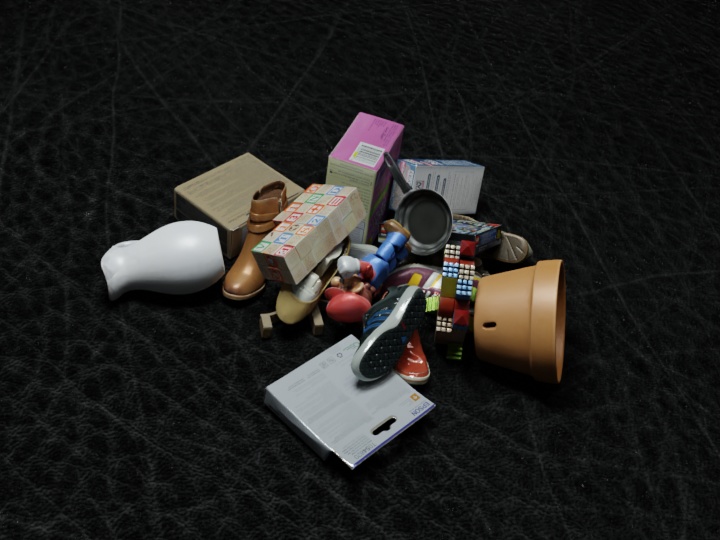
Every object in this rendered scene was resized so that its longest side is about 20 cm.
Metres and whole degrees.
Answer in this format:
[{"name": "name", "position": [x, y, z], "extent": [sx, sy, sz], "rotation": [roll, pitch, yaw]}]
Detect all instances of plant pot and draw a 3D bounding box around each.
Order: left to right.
[{"name": "plant pot", "position": [0.267, 0.082, 1.584], "extent": [0.137, 0.203, 0.202], "rotation": [2, 37, 16]}]

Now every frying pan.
[{"name": "frying pan", "position": [0.087, -0.109, 1.682], "extent": [0.189, 0.116, 0.031], "rotation": [41, 20, 21]}]

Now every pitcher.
[{"name": "pitcher", "position": [-0.340, -0.026, 1.643], "extent": [0.195, 0.124, 0.172], "rotation": [-11, 27, -7]}]

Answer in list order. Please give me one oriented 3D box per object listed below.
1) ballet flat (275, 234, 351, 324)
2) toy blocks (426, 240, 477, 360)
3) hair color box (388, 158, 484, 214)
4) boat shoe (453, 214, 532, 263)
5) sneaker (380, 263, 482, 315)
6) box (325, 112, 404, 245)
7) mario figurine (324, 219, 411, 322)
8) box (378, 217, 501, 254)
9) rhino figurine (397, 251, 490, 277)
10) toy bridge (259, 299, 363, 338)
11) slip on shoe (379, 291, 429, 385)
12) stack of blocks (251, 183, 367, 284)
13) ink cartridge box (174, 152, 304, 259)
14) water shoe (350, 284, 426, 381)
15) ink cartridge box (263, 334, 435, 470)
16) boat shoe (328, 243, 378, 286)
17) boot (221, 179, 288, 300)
[{"name": "ballet flat", "position": [-0.079, 0.005, 1.613], "extent": [0.068, 0.063, 0.201], "rotation": [35, 55, -1]}, {"name": "toy blocks", "position": [0.159, 0.032, 1.581], "extent": [0.098, 0.137, 0.204], "rotation": [7, 71, 4]}, {"name": "hair color box", "position": [0.151, -0.164, 1.862], "extent": [0.197, 0.102, 0.060], "rotation": [-4, 21, -42]}, {"name": "boat shoe", "position": [0.238, -0.057, 1.834], "extent": [0.197, 0.074, 0.065], "rotation": [17, 2, 26]}, {"name": "sneaker", "position": [0.134, 0.043, 1.681], "extent": [0.195, 0.076, 0.091], "rotation": [-1, 40, -10]}, {"name": "box", "position": [0.002, -0.161, 1.793], "extent": [0.095, 0.203, 0.177], "rotation": [18, 39, 10]}, {"name": "mario figurine", "position": [0.000, 0.000, 1.619], "extent": [0.105, 0.124, 0.201], "rotation": [3, 46, 52]}, {"name": "box", "position": [0.149, -0.070, 1.765], "extent": [0.196, 0.041, 0.136], "rotation": [9, 14, 27]}, {"name": "rhino figurine", "position": [0.141, -0.017, 1.761], "extent": [0.195, 0.061, 0.088], "rotation": [4, 20, -6]}, {"name": "toy bridge", "position": [-0.078, 0.079, 1.629], "extent": [0.195, 0.028, 0.068], "rotation": [-3, 41, -16]}, {"name": "slip on shoe", "position": [0.069, 0.111, 1.596], "extent": [0.072, 0.062, 0.202], "rotation": [-1, 42, -16]}, {"name": "stack of blocks", "position": [-0.095, -0.066, 1.625], "extent": [0.114, 0.059, 0.200], "rotation": [8, 43, 43]}, {"name": "ink cartridge box", "position": [-0.230, -0.127, 1.804], "extent": [0.164, 0.076, 0.199], "rotation": [35, 45, 25]}, {"name": "water shoe", "position": [0.034, 0.103, 1.537], "extent": [0.078, 0.072, 0.200], "rotation": [4, 40, 41]}, {"name": "ink cartridge box", "position": [-0.016, 0.209, 1.478], "extent": [0.198, 0.041, 0.199], "rotation": [-28, 53, -37]}, {"name": "boat shoe", "position": [-0.047, -0.008, 1.705], "extent": [0.196, 0.071, 0.072], "rotation": [0, 37, -16]}, {"name": "boot", "position": [-0.185, -0.056, 1.665], "extent": [0.072, 0.157, 0.201], "rotation": [17, 39, 11]}]
